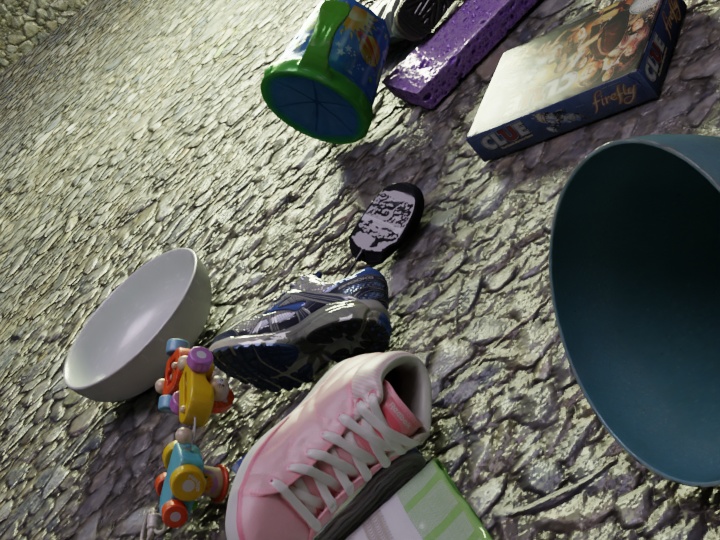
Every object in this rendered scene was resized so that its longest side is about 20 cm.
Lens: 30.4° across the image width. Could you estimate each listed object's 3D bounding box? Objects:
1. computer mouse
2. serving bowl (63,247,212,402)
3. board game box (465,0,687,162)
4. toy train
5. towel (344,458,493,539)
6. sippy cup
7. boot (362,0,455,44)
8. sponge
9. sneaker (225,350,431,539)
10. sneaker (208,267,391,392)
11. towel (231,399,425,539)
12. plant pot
[{"bbox_3d":[0.000,0.000,1.274,0.058,0.034,0.201,26,75,37],"label":"computer mouse"},{"bbox_3d":[-0.234,0.071,1.459,0.199,0.066,0.201,-34,26,19],"label":"serving bowl"},{"bbox_3d":[0.202,-0.186,1.250,0.199,0.035,0.136,-19,35,42],"label":"board game box"},{"bbox_3d":[-0.153,0.148,1.204,0.150,0.055,0.201,133,145,-58],"label":"toy train"},{"bbox_3d":[0.000,0.227,0.918,0.200,0.031,0.149,-43,26,1],"label":"towel"},{"bbox_3d":[-0.030,-0.238,1.530,0.177,0.139,0.131,-16,46,56],"label":"sippy cup"},{"bbox_3d":[0.071,-0.339,1.624,0.182,0.073,0.200,-45,10,-7],"label":"boot"},{"bbox_3d":[0.120,-0.268,1.502,0.200,0.030,0.112,-46,24,-4],"label":"sponge"},{"bbox_3d":[-0.017,0.132,0.975,0.104,0.075,0.200,-19,26,50],"label":"sneaker"},{"bbox_3d":[-0.052,0.050,1.210,0.199,0.077,0.086,-15,44,30],"label":"sneaker"},{"bbox_3d":[-0.032,0.159,1.077,0.147,0.024,0.200,-43,25,0],"label":"towel"},{"bbox_3d":[0.223,0.009,0.775,0.134,0.202,0.200,-15,14,-25],"label":"plant pot"}]
